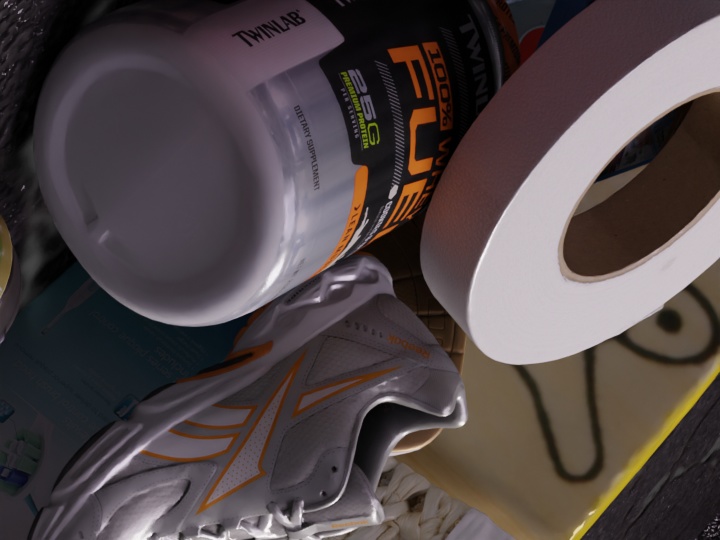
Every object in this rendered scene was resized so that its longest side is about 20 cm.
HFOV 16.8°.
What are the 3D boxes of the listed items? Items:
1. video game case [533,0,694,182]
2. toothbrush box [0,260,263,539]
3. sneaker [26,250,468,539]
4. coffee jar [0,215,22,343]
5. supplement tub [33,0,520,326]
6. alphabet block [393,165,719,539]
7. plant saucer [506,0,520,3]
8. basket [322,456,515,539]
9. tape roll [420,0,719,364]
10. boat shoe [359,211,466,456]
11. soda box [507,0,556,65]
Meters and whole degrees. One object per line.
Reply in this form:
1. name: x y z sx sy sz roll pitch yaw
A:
1. video game case: 0.150 -0.100 1.040 0.199 0.018 0.143 -20 151 -29
2. toothbrush box: -0.124 0.084 1.062 0.200 0.085 0.147 -43 161 -27
3. sneaker: -0.043 0.083 0.963 0.200 0.092 0.076 -41 159 -11
4. coffee jar: -0.170 -0.011 0.737 0.104 0.085 0.200 -52 163 -12
5. supplement tub: -0.025 -0.065 0.960 0.200 0.122 0.123 -32 154 -52
6. alphabet block: 0.064 0.037 1.231 0.195 0.200 0.197 -46 171 -20
7. plant saucer: 0.084 -0.147 1.111 0.200 0.039 0.201 -16 179 0
8. basket: -0.034 0.177 1.144 0.135 0.123 0.200 -40 163 -40
9. tape roll: 0.113 -0.045 1.007 0.202 0.037 0.203 -31 152 -19
10. boat shoe: 0.000 0.000 1.085 0.070 0.201 0.069 3 149 -17
11. soda box: 0.108 -0.095 1.148 0.199 0.064 0.068 -16 166 -20
